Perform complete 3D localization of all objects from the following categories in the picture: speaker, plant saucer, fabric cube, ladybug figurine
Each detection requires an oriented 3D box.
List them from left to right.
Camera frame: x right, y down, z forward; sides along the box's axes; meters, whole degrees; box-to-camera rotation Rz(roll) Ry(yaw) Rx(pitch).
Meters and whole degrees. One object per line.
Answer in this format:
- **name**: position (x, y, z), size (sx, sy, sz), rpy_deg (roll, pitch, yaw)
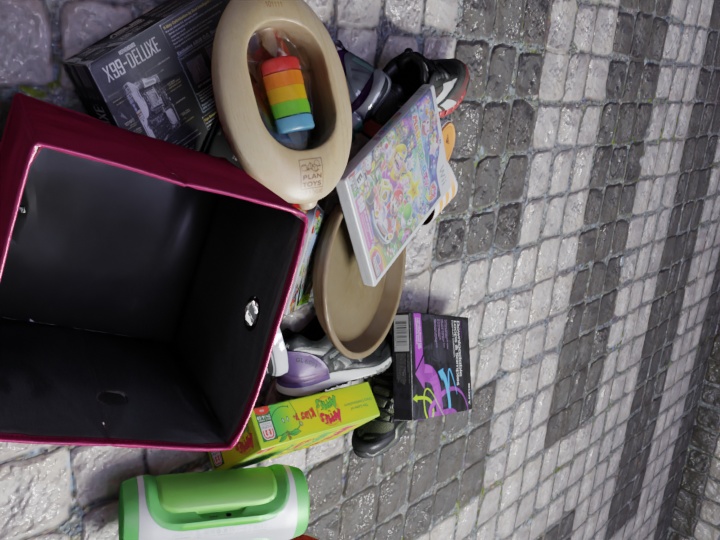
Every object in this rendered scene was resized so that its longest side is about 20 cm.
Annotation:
- **fabric cube**: position (-0.187, 0.000, 0.563), size (0.197, 0.199, 0.199), rpy_deg (13, 102, -32)
- **speaker**: position (-0.159, 0.261, 0.786), size (0.196, 0.088, 0.090), rpy_deg (2, 105, -23)
- **ladybug figurine**: position (-0.076, -0.154, 0.661), size (0.134, 0.071, 0.204), rpy_deg (-13, 93, -35)
- **plant saucer**: position (0.000, 0.000, 0.834), size (0.199, 0.029, 0.204), rpy_deg (-21, 114, -58)

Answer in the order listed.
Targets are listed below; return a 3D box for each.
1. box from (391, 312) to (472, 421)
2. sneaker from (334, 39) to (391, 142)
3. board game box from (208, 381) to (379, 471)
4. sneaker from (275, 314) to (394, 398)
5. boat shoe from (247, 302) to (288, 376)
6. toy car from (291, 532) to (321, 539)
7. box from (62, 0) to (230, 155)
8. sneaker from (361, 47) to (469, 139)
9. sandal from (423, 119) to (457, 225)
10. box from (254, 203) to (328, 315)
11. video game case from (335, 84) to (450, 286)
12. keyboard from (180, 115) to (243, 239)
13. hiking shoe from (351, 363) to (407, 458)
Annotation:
- **box**: position (0.107, 0.136, 1.042), size (0.199, 0.036, 0.146), rpy_deg (9, 78, -59)
- **sneaker**: position (-0.053, -0.160, 0.826), size (0.201, 0.087, 0.074), rpy_deg (-53, -179, 3)
- **board game box**: position (-0.080, 0.191, 0.884), size (0.198, 0.101, 0.048), rpy_deg (-3, 65, -48)
- **sneaker**: position (-0.024, 0.095, 0.938), size (0.198, 0.075, 0.089), rpy_deg (-15, 110, -45)
- **boat shoe**: position (-0.134, 0.046, 0.801), size (0.065, 0.070, 0.202), rpy_deg (-24, 129, -15)
- **toy car**: position (-0.129, 0.339, 0.875), size (0.176, 0.183, 0.203), rpy_deg (-27, 95, -39)
- **box**: position (-0.159, -0.173, 0.694), size (0.200, 0.049, 0.159), rpy_deg (-45, 133, -28)
- **sneaker**: position (0.079, -0.235, 0.906), size (0.199, 0.071, 0.099), rpy_deg (-34, 158, -35)
- **sandal**: position (0.105, -0.133, 0.969), size (0.208, 0.058, 0.080), rpy_deg (-62, 146, -33)
- **box**: position (-0.068, -0.015, 0.779), size (0.200, 0.034, 0.112), rpy_deg (-24, 130, -88)
- **video game case**: position (0.044, -0.100, 0.825), size (0.201, 0.018, 0.145), rpy_deg (-51, 139, -36)
- **keyboard**: position (-0.107, -0.118, 0.722), size (0.103, 0.039, 0.203), rpy_deg (25, 86, -28)
- **hiking shoe**: position (0.036, 0.172, 1.044), size (0.201, 0.075, 0.101), rpy_deg (-55, 132, -33)
